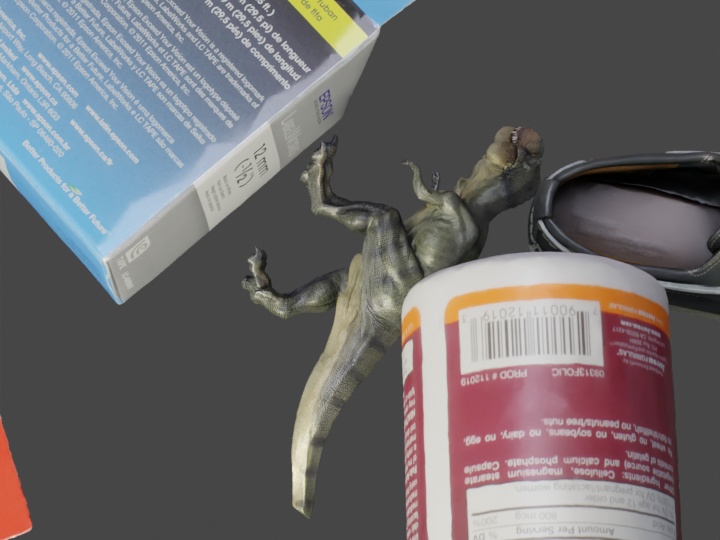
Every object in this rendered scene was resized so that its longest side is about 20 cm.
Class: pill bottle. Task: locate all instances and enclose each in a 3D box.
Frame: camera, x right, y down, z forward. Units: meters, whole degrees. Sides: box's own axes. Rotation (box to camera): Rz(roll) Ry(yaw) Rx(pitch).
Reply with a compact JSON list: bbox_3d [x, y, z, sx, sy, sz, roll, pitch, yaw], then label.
[{"bbox_3d":[0.075,0.104,1.223,0.114,0.114,0.201,-2,71,4],"label":"pill bottle"}]

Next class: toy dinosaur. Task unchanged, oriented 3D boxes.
[{"bbox_3d":[0.000,0.000,1.304,0.088,0.047,0.200,34,80,8],"label":"toy dinosaur"}]

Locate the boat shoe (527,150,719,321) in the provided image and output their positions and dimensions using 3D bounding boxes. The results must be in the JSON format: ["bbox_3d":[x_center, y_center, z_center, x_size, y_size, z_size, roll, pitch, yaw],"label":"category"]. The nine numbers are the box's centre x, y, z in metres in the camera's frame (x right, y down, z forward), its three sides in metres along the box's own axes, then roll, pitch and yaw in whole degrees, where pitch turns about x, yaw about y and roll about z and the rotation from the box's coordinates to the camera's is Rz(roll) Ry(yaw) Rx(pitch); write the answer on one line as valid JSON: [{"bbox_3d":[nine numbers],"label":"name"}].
[{"bbox_3d":[0.171,-0.014,1.282,0.199,0.068,0.072,5,71,5],"label":"boat shoe"}]

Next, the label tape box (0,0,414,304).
[{"bbox_3d":[-0.080,-0.105,1.337,0.200,0.066,0.143,-40,72,-12],"label":"label tape box"}]

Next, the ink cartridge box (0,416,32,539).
[{"bbox_3d":[-0.247,0.044,1.307,0.159,0.047,0.201,-19,68,-2],"label":"ink cartridge box"}]
